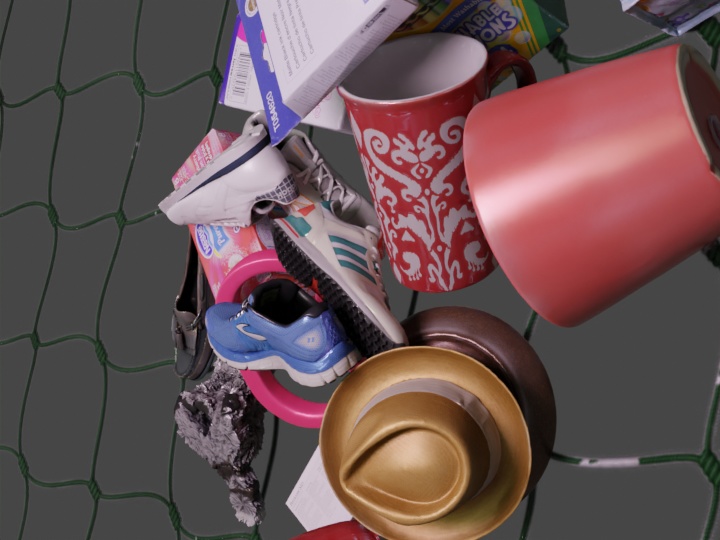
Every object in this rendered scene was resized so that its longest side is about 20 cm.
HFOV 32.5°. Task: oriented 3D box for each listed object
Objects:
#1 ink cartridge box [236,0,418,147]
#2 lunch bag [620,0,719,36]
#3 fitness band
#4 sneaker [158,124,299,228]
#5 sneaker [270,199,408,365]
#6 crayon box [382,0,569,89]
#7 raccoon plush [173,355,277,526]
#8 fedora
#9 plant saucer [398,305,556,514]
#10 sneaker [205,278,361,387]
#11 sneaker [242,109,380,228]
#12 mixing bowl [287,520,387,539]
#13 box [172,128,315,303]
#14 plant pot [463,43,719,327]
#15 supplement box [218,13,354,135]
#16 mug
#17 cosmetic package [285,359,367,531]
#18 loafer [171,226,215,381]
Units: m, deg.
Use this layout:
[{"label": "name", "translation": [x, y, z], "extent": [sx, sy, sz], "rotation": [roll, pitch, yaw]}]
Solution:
[{"label": "ink cartridge box", "translation": [-0.050, -0.244, 1.081], "extent": [0.200, 0.040, 0.201], "rotation": [-41, 52, 34]}, {"label": "lunch bag", "translation": [0.280, -0.314, 0.969], "extent": [0.199, 0.126, 0.172], "rotation": [-27, 69, 33]}, {"label": "fitness band", "translation": [-0.067, 0.071, 1.267], "extent": [0.142, 0.038, 0.202], "rotation": [-14, 112, 27]}, {"label": "sneaker", "translation": [-0.138, -0.075, 1.263], "extent": [0.081, 0.076, 0.199], "rotation": [50, 146, -12]}, {"label": "sneaker", "translation": [0.000, 0.000, 1.166], "extent": [0.200, 0.093, 0.071], "rotation": [45, 154, 34]}, {"label": "crayon box", "translation": [0.074, -0.245, 1.110], "extent": [0.125, 0.199, 0.052], "rotation": [-37, 39, 36]}, {"label": "raccoon plush", "translation": [-0.129, 0.164, 1.382], "extent": [0.096, 0.134, 0.202], "rotation": [11, 126, 30]}, {"label": "fedora", "translation": [0.047, 0.164, 1.074], "extent": [0.198, 0.082, 0.203], "rotation": [4, 101, 20]}, {"label": "plant saucer", "translation": [0.080, 0.134, 1.136], "extent": [0.198, 0.034, 0.203], "rotation": [0, 89, 26]}, {"label": "sneaker", "translation": [-0.081, 0.044, 1.165], "extent": [0.199, 0.078, 0.090], "rotation": [6, 121, 47]}, {"label": "sneaker", "translation": [-0.052, -0.088, 1.261], "extent": [0.199, 0.076, 0.092], "rotation": [34, 154, 18]}, {"label": "mixing bowl", "translation": [0.004, 0.310, 1.153], "extent": [0.108, 0.200, 0.200], "rotation": [-41, 54, 2]}, {"label": "box", "translation": [-0.119, -0.046, 1.358], "extent": [0.095, 0.099, 0.202], "rotation": [-43, 58, 33]}, {"label": "plant pot", "translation": [0.207, -0.078, 0.984], "extent": [0.176, 0.200, 0.203], "rotation": [-24, 69, 30]}, {"label": "supplement box", "translation": [-0.043, -0.202, 1.297], "extent": [0.199, 0.103, 0.103], "rotation": [19, 98, 46]}, {"label": "mug", "translation": [0.083, -0.096, 1.105], "extent": [0.134, 0.175, 0.202], "rotation": [-94, -7, -58]}, {"label": "cosmetic package", "translation": [0.005, 0.184, 1.241], "extent": [0.083, 0.050, 0.201], "rotation": [44, 116, 34]}, {"label": "loafer", "translation": [-0.196, 0.031, 1.453], "extent": [0.071, 0.062, 0.202], "rotation": [23, 102, 44]}]
